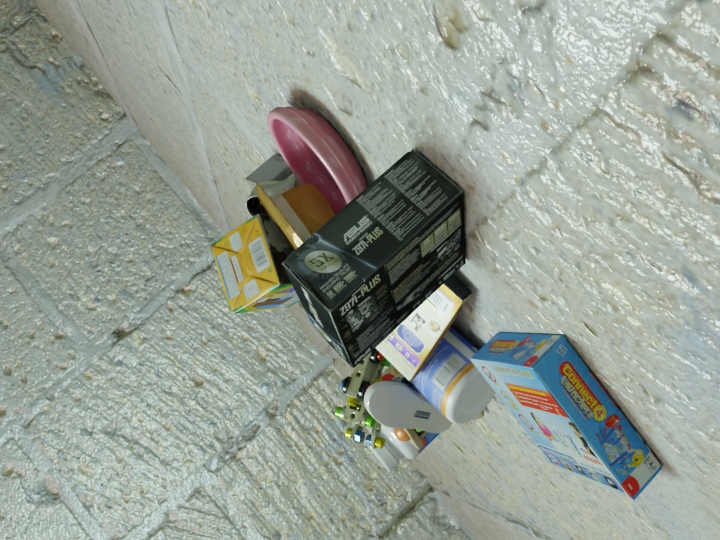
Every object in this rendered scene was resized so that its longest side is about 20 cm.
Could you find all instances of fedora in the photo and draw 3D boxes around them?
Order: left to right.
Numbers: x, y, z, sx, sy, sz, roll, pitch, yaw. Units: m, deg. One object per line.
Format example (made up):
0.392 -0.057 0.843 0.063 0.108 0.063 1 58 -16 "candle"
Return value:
-0.078 -0.069 1.116 0.202 0.081 0.201 54 176 6 "fedora"

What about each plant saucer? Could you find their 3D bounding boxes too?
-0.056 -0.158 1.085 0.201 0.051 0.201 47 167 14 "plant saucer"

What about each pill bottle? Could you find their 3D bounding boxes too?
0.107 0.321 1.567 0.112 0.199 0.113 45 168 13 "pill bottle"
0.117 0.138 1.185 0.200 0.112 0.113 41 166 39 "pill bottle"

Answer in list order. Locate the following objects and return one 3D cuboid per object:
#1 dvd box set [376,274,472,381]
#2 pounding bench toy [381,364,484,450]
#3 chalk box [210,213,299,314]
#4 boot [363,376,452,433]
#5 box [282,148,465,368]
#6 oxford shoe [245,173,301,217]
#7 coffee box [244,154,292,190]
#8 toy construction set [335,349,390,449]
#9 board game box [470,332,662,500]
0.062 0.050 1.073 0.146 0.029 0.202 42 138 16 "dvd box set"
0.121 0.256 1.425 0.199 0.155 0.125 36 162 49 "pounding bench toy"
-0.133 -0.012 1.273 0.198 0.123 0.127 -1 -112 -57 "chalk box"
0.063 0.209 1.221 0.198 0.074 0.090 27 -173 -40 "boot"
0.024 -0.009 0.865 0.086 0.199 0.165 43 167 25 "box"
-0.116 -0.120 1.240 0.197 0.058 0.076 -5 128 38 "oxford shoe"
-0.117 -0.107 1.396 0.202 0.080 0.113 57 166 -26 "coffee box"
0.016 0.191 1.276 0.090 0.204 0.131 -5 152 24 "toy construction set"
0.248 0.173 0.936 0.197 0.056 0.200 52 168 -5 "board game box"
